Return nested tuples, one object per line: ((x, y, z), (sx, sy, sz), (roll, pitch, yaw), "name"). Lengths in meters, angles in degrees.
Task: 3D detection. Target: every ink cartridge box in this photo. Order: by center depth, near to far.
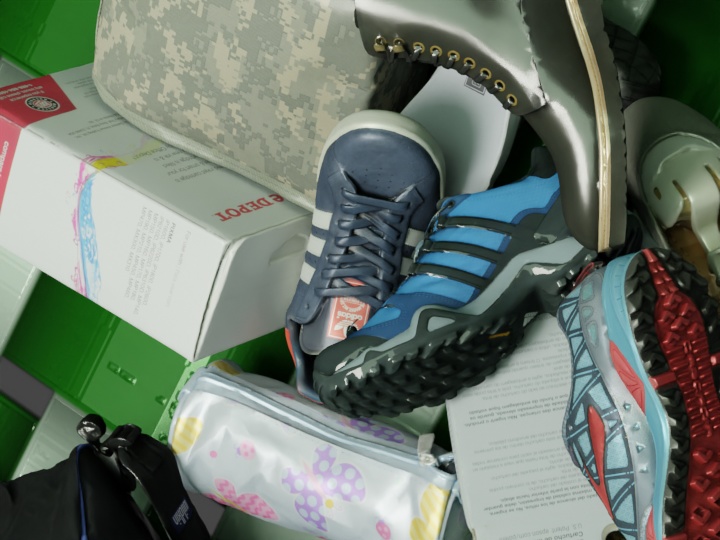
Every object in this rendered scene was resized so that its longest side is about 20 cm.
((0.147, 0.076, 1.389), (0.198, 0.041, 0.202), (-10, 69, 6), "ink cartridge box")
((-0.125, -0.040, 1.509), (0.199, 0.147, 0.086), (31, 116, 23), "ink cartridge box")

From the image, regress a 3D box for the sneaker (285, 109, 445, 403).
((0.000, 0.000, 1.413), (0.074, 0.201, 0.085), (13, 49, 2), "sneaker")

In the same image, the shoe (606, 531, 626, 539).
((0.127, 0.113, 1.443), (0.201, 0.053, 0.070), (59, 150, 23), "shoe")

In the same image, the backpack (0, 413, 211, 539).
((-0.151, 0.224, 1.466), (0.153, 0.191, 0.201), (-26, 35, 18), "backpack")

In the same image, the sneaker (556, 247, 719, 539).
((0.153, 0.092, 1.330), (0.095, 0.079, 0.202), (-13, 84, 55), "sneaker")

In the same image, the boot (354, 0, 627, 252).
((0.065, -0.100, 1.332), (0.137, 0.077, 0.202), (-10, 82, 2), "boot")

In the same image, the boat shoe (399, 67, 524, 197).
((0.073, -0.105, 1.427), (0.068, 0.057, 0.201), (35, 119, 17), "boat shoe")

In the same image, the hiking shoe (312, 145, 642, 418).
((0.053, 0.008, 1.375), (0.199, 0.075, 0.087), (-29, 61, -12), "hiking shoe")

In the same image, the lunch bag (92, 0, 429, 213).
((-0.061, -0.149, 1.467), (0.199, 0.118, 0.165), (25, 131, 15), "lunch bag")

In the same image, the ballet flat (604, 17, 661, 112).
((0.086, -0.142, 1.471), (0.199, 0.057, 0.067), (24, 96, 25), "ballet flat")

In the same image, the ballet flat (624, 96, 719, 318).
((0.193, -0.018, 1.358), (0.067, 0.064, 0.201), (-23, 68, 0), "ballet flat")

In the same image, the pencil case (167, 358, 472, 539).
((-0.016, 0.117, 1.483), (0.199, 0.091, 0.083), (18, 65, 27), "pencil case")
